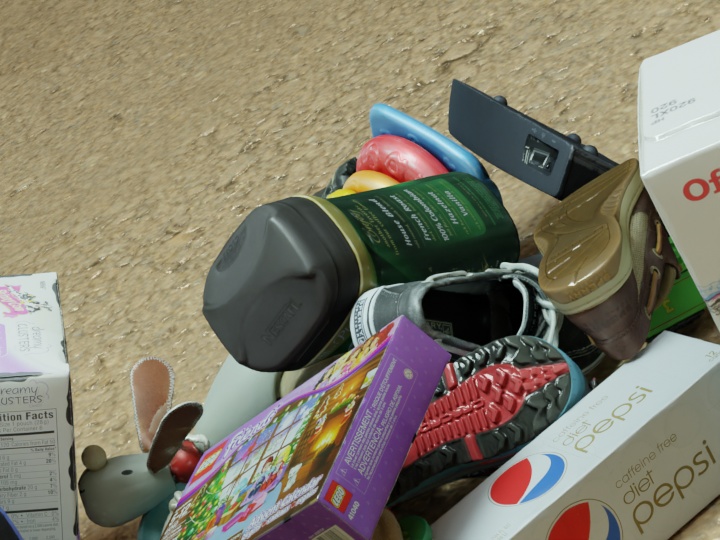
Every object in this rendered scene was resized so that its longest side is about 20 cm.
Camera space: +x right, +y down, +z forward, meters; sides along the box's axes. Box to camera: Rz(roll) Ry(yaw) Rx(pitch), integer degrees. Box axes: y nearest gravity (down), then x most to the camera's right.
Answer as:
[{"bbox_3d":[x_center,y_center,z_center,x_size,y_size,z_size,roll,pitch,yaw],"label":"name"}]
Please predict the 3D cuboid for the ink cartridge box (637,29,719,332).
[{"bbox_3d":[0.253,-0.030,1.325,0.147,0.200,0.145,-22,24,15],"label":"ink cartridge box"}]

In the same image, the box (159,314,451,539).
[{"bbox_3d":[-0.043,0.120,1.338,0.200,0.039,0.137,-36,20,44],"label":"box"}]

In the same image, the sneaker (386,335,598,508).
[{"bbox_3d":[0.046,0.102,1.425,0.200,0.096,0.079,-17,68,25],"label":"sneaker"}]

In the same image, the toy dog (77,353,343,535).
[{"bbox_3d":[-0.093,0.076,1.551,0.200,0.096,0.132,-39,24,-22],"label":"toy dog"}]

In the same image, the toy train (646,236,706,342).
[{"bbox_3d":[0.242,-0.019,1.501,0.200,0.056,0.042,-28,-5,6],"label":"toy train"}]

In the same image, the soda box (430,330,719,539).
[{"bbox_3d":[0.125,0.120,1.333,0.200,0.068,0.064,-38,25,-20],"label":"soda box"}]

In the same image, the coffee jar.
[{"bbox_3d":[0.000,0.000,1.503,0.200,0.085,0.104,-11,-34,-50],"label":"coffee jar"}]

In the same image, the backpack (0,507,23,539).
[{"bbox_3d":[-0.269,0.234,1.411,0.200,0.183,0.147,-19,23,36],"label":"backpack"}]

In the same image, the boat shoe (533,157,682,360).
[{"bbox_3d":[0.149,-0.004,1.446,0.072,0.072,0.200,-32,13,15],"label":"boat shoe"}]

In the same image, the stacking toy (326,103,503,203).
[{"bbox_3d":[-0.006,-0.007,1.668,0.110,0.116,0.200,33,61,31],"label":"stacking toy"}]

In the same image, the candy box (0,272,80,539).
[{"bbox_3d":[-0.213,0.123,1.543,0.072,0.200,0.168,-4,21,-8],"label":"candy box"}]

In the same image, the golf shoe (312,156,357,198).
[{"bbox_3d":[-0.034,0.007,1.774,0.094,0.078,0.200,-36,14,35],"label":"golf shoe"}]

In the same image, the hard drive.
[{"bbox_3d":[0.139,-0.068,1.643,0.042,0.135,0.200,-63,25,6],"label":"hard drive"}]

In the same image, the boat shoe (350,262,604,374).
[{"bbox_3d":[0.088,0.029,1.456,0.199,0.074,0.068,10,-22,-41],"label":"boat shoe"}]

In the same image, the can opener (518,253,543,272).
[{"bbox_3d":[0.095,0.015,1.609,0.200,0.053,0.066,-15,26,29],"label":"can opener"}]

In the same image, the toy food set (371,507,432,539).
[{"bbox_3d":[-0.033,0.205,1.298,0.200,0.049,0.198,-45,20,29],"label":"toy food set"}]

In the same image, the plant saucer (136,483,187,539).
[{"bbox_3d":[-0.043,0.136,1.538,0.200,0.036,0.200,-25,24,12],"label":"plant saucer"}]
